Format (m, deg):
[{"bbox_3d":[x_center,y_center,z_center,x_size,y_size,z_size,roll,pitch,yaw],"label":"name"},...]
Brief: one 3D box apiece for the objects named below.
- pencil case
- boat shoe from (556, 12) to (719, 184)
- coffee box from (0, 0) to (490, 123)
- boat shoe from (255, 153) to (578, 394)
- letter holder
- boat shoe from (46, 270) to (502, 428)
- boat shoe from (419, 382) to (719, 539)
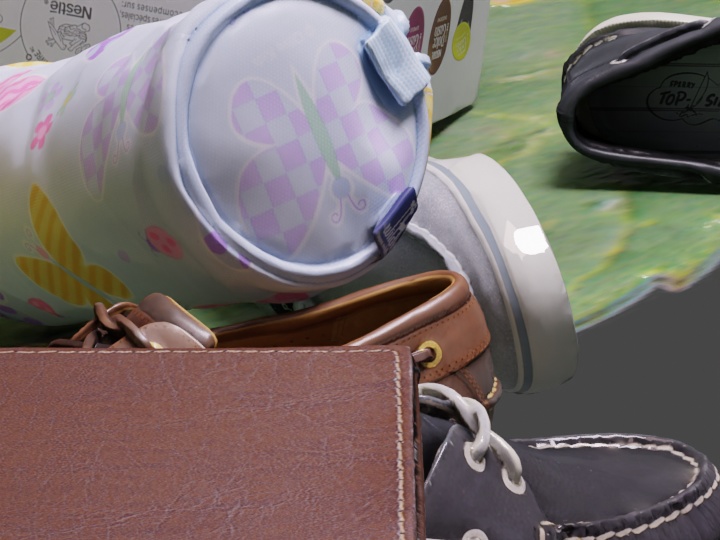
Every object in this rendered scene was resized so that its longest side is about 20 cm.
[{"bbox_3d":[-0.059,-0.033,0.834,0.091,0.083,0.200,-55,22,-23],"label":"pencil case"},{"bbox_3d":[0.163,-0.062,1.035,0.198,0.075,0.066,6,21,21],"label":"boat shoe"},{"bbox_3d":[-0.060,-0.161,1.089,0.199,0.199,0.200,11,13,16],"label":"coffee box"},{"bbox_3d":[0.000,-0.001,0.874,0.071,0.070,0.201,-20,21,-17],"label":"boat shoe"},{"bbox_3d":[-0.087,0.086,0.536,0.198,0.101,0.142,0,20,0],"label":"letter holder"},{"bbox_3d":[-0.057,0.038,0.730,0.199,0.068,0.072,-7,19,-20],"label":"boat shoe"},{"bbox_3d":[0.003,0.058,0.679,0.199,0.061,0.074,-7,18,-22],"label":"boat shoe"}]
